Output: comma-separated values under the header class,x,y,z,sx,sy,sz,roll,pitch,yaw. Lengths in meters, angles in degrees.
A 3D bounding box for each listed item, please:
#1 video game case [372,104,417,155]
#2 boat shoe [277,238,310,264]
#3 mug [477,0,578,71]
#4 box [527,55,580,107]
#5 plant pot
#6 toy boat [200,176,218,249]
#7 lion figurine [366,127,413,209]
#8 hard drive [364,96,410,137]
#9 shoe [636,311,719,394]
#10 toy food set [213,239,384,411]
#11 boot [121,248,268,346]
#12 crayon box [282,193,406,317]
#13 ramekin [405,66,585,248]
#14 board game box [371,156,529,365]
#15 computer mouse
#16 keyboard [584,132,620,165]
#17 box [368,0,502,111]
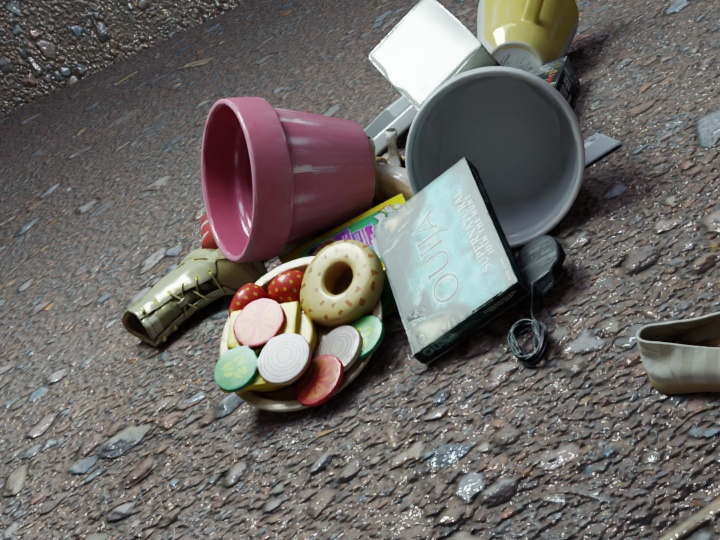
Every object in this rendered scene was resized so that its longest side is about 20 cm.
class,x,y,z,sx,sy,sz,roll,pitch,yaw
video game case,0.041,-0.184,1.871,0.200,0.024,0.182,-41,2,11
boat shoe,-0.083,-0.077,1.860,0.071,0.065,0.200,-14,25,28
mug,0.223,-0.340,1.917,0.148,0.188,0.154,-9,35,23
box,0.188,-0.206,1.827,0.198,0.050,0.158,-18,24,27
plant pot,-0.087,-0.119,1.702,0.177,0.203,0.199,-7,12,-25
toy boat,-0.182,-0.092,1.931,0.129,0.132,0.200,-28,21,3
lion figurine,0.059,-0.107,1.723,0.072,0.124,0.199,-23,32,-26
hard drive,0.085,-0.259,2.044,0.200,0.026,0.132,-41,1,-30
shoe,0.308,0.061,1.073,0.198,0.054,0.070,-10,29,41
toy food set,-0.065,0.063,1.457,0.197,0.049,0.200,-10,53,18
boot,-0.221,0.032,1.784,0.155,0.073,0.199,-42,23,-30
crayon box,0.000,0.000,1.597,0.171,0.059,0.200,-27,22,4
ramekin,0.153,-0.134,1.522,0.198,0.202,0.105,-23,12,15
board game box,0.089,-0.012,1.418,0.135,0.028,0.201,-37,41,17
computer mouse,0.178,0.032,1.346,0.058,0.034,0.201,-28,27,28
keyboard,0.218,-0.108,1.629,0.199,0.011,0.056,-32,26,-4
box,0.124,-0.221,1.665,0.109,0.200,0.128,-45,51,7
